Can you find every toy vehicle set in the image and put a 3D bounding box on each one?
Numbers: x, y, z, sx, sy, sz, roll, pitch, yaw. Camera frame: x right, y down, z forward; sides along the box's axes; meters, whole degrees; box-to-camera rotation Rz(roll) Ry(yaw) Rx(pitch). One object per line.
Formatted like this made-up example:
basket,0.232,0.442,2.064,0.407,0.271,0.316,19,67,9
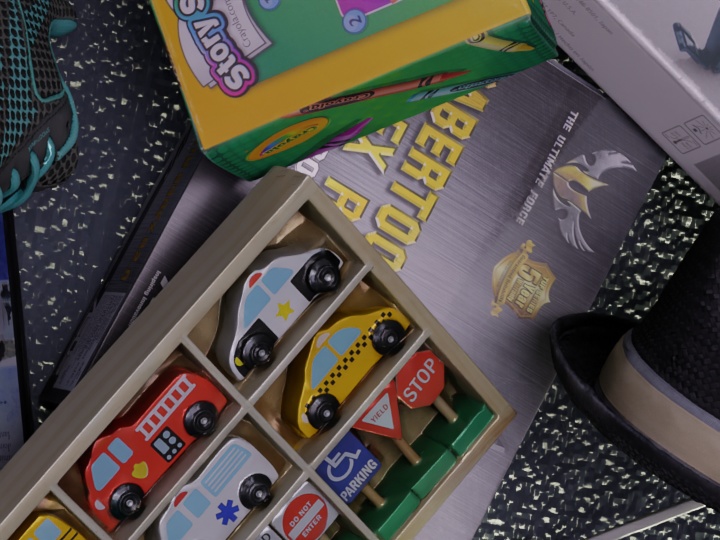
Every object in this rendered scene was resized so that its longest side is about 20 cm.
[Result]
toy vehicle set,-0.050,0.080,0.897,0.200,0.026,0.124,-49,119,-11

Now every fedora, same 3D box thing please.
fedora,0.169,0.034,0.922,0.200,0.201,0.092,20,106,-18

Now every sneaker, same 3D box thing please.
sneaker,-0.129,-0.045,0.871,0.091,0.077,0.201,33,39,-31

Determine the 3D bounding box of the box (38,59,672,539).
box,0.000,0.000,0.968,0.158,0.048,0.201,31,80,-16

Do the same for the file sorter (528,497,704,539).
file sorter,0.138,0.187,0.947,0.124,0.139,0.201,-23,99,13

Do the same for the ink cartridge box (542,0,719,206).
ink cartridge box,0.141,-0.131,0.995,0.200,0.045,0.176,43,62,-14

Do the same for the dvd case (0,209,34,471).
dvd case,-0.165,0.054,0.878,0.142,0.017,0.201,2,79,-49

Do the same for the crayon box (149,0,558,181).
crayon box,-0.025,-0.146,0.902,0.118,0.058,0.201,-22,79,11
